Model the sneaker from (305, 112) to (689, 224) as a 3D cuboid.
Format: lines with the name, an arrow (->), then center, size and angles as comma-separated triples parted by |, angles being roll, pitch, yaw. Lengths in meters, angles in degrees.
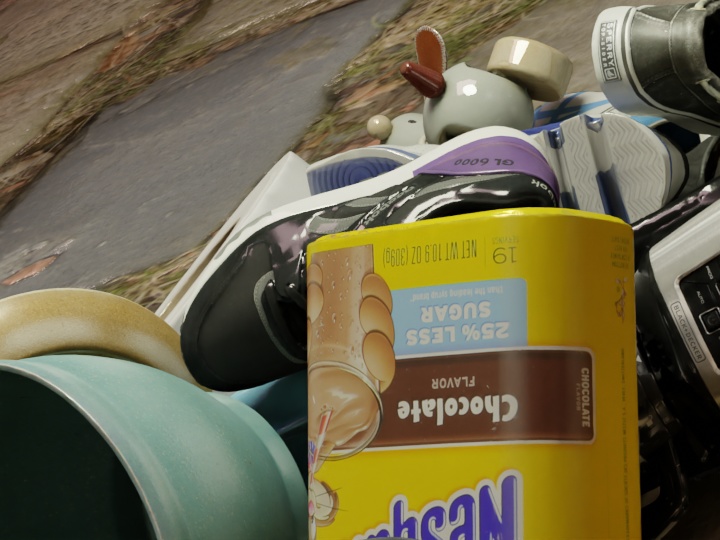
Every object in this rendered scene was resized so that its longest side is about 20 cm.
sneaker -> 0.082, -0.034, 1.252 | 0.199, 0.081, 0.115 | -9, 0, 28

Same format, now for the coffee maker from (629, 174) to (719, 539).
coffee maker -> 0.117, 0.036, 1.097 | 0.200, 0.135, 0.192 | -25, 17, 12

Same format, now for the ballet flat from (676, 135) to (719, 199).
ballet flat -> 0.193, -0.033, 1.268 | 0.068, 0.068, 0.200 | -48, 12, 19

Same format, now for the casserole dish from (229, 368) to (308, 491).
casserole dish -> 0.007, 0.063, 1.244 | 0.200, 0.039, 0.121 | -25, -20, 10

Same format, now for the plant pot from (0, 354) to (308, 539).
plant pot -> -0.107, 0.126, 1.134 | 0.200, 0.200, 0.134 | -11, 3, 43

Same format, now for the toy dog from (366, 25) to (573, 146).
toy dog -> 0.041, -0.090, 1.484 | 0.200, 0.096, 0.132 | -37, 29, 53

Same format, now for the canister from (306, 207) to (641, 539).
canister -> 0.043, 0.083, 0.958 | 0.149, 0.200, 0.087 | -8, -10, 43

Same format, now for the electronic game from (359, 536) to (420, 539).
electronic game -> -0.007, 0.191, 0.873 | 0.200, 0.042, 0.200 | -24, 53, 35

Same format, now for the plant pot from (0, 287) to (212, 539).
plant pot -> -0.154, 0.107, 1.218 | 0.200, 0.200, 0.027 | -34, 32, -17

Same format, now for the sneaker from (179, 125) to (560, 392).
sneaker -> 0.000, 0.000, 1.148 | 0.200, 0.076, 0.088 | -31, 16, 9

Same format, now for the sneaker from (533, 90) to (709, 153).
sneaker -> 0.150, -0.067, 1.445 | 0.200, 0.072, 0.072 | -15, 31, 46

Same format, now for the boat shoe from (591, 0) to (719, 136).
boat shoe -> 0.187, -0.105, 1.246 | 0.064, 0.071, 0.200 | -7, 1, 30

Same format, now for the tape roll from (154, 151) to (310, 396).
tape roll -> -0.073, 0.032, 1.372 | 0.202, 0.071, 0.202 | -51, 5, 7
